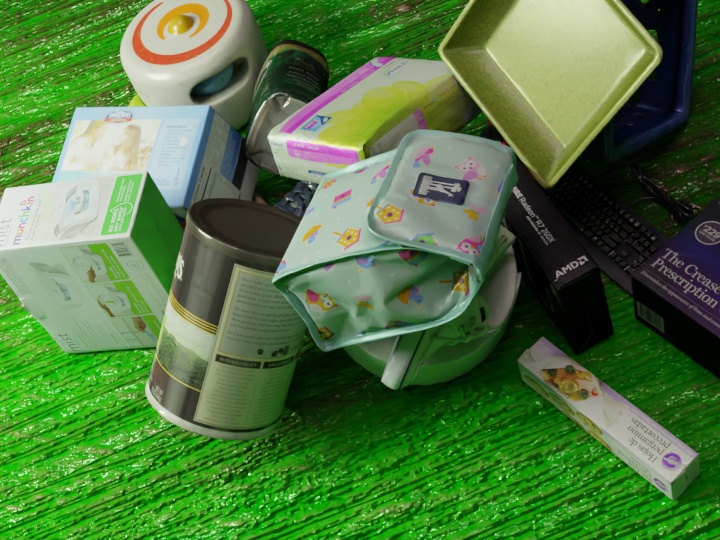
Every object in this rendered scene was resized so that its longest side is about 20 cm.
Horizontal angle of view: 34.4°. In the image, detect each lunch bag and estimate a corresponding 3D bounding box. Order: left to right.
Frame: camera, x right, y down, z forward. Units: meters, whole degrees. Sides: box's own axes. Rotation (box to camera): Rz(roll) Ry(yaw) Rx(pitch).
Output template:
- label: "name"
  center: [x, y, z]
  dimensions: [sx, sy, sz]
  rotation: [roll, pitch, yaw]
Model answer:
- label: "lunch bag"
  center: [0.041, -0.033, 1.050]
  dimensions: [0.199, 0.122, 0.171]
  rotation: [-18, 32, 33]

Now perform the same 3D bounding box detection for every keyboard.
- label: "keyboard"
  center: [0.281, -0.065, 1.260]
  dimensions: [0.127, 0.021, 0.200]
  rotation: [-35, 52, -9]

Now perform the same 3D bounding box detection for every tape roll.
- label: "tape roll"
  center: [0.062, 0.014, 1.201]
  dimensions: [0.201, 0.071, 0.203]
  rotation: [-1, 68, 2]

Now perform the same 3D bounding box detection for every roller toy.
- label: "roller toy"
  center: [-0.211, -0.277, 1.514]
  dimensions: [0.182, 0.140, 0.201]
  rotation: [1, 54, 19]

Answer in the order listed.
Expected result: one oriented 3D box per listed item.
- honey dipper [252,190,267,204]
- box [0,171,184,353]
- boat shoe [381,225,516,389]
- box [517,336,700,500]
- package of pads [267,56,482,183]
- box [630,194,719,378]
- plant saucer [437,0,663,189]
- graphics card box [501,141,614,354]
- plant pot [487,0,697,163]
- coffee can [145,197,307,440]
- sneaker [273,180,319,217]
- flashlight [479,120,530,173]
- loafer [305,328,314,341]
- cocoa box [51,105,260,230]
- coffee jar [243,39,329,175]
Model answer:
- label: "honey dipper"
  center: [-0.126, -0.086, 1.407]
  dimensions: [0.038, 0.038, 0.200]
  rotation: [-35, 52, -9]
- label: "box"
  center: [-0.284, -0.001, 1.291]
  dimensions: [0.176, 0.200, 0.097]
  rotation: [-5, 52, 16]
- label: "boat shoe"
  center: [0.097, 0.039, 1.122]
  dimensions: [0.086, 0.075, 0.202]
  rotation: [29, 66, 2]
- label: "box"
  center: [0.233, 0.137, 1.110]
  dimensions: [0.039, 0.041, 0.200]
  rotation: [-41, 53, -13]
- label: "package of pads"
  center: [0.022, -0.164, 1.265]
  dimensions: [0.154, 0.068, 0.200]
  rotation: [14, 43, 42]
- label: "box"
  center: [0.382, 0.034, 1.115]
  dimensions: [0.141, 0.079, 0.200]
  rotation: [-38, 51, -15]
- label: "plant saucer"
  center: [0.193, -0.219, 1.154]
  dimensions: [0.048, 0.200, 0.200]
  rotation: [-19, 66, -40]
- label: "graphics card box"
  center: [0.184, -0.025, 1.195]
  dimensions: [0.051, 0.126, 0.200]
  rotation: [-27, 49, -1]
- label: "plant pot"
  center: [0.243, -0.246, 1.267]
  dimensions: [0.179, 0.201, 0.200]
  rotation: [16, 28, 36]
- label: "coffee can"
  center: [-0.124, 0.047, 1.169]
  dimensions: [0.146, 0.201, 0.146]
  rotation: [15, 20, -6]
- label: "sneaker"
  center: [-0.052, -0.096, 1.333]
  dimensions: [0.070, 0.082, 0.200]
  rotation: [28, 53, 28]
- label: "flashlight"
  center: [0.158, -0.202, 1.376]
  dimensions: [0.067, 0.068, 0.201]
  rotation: [-9, 51, 11]
- label: "loafer"
  center: [0.000, 0.000, 1.285]
  dimensions: [0.070, 0.070, 0.200]
  rotation: [41, 73, 10]
- label: "cocoa box"
  center: [-0.242, -0.109, 1.376]
  dimensions: [0.199, 0.131, 0.134]
  rotation: [3, 69, 26]
- label: "coffee jar"
  center: [-0.086, -0.201, 1.403]
  dimensions: [0.085, 0.105, 0.200]
  rotation: [21, 29, -12]
